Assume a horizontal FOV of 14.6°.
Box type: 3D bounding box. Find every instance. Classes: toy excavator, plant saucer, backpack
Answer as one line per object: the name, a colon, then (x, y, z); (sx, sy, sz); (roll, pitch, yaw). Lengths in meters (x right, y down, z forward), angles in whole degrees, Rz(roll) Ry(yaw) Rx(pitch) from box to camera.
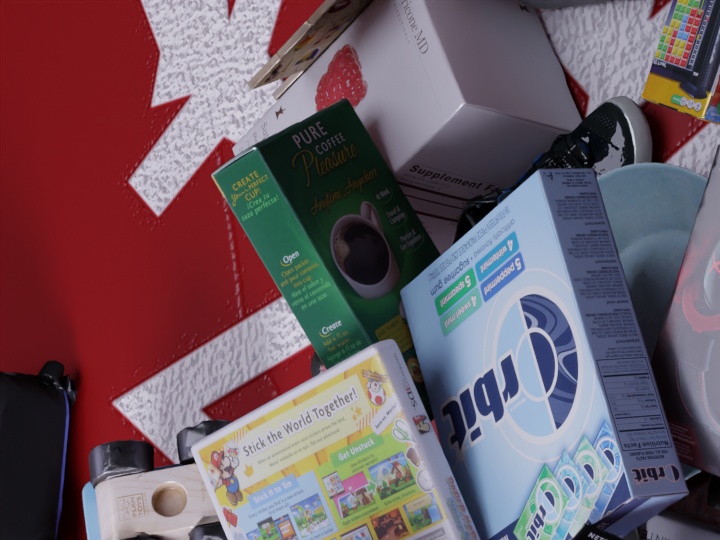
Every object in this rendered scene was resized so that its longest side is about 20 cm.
toy excavator: (-0.158, 0.202, 2.027); (0.193, 0.200, 0.100); (-11, 65, 0)
plant saucer: (0.179, 0.036, 1.708); (0.200, 0.039, 0.202); (-9, 77, 42)
backpack: (-0.334, 0.168, 2.195); (0.200, 0.146, 0.184); (-18, 65, 48)

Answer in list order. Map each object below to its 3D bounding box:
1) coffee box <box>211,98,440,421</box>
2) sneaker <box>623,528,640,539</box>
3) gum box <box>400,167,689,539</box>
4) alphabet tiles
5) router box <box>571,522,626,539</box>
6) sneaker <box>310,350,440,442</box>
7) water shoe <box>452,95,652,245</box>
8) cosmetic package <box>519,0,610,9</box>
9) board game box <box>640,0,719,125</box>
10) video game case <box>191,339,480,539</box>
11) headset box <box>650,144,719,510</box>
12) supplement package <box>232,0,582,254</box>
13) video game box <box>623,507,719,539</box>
coffee box: (0.000, 0.000, 1.735); (0.044, 0.123, 0.201); (-30, 93, 35)
sneaker: (0.135, 0.074, 1.673); (0.104, 0.060, 0.201); (16, 101, 52)
gum box: (0.103, 0.067, 1.626); (0.170, 0.044, 0.201); (-43, 56, 51)
alphabet tiles: (0.008, -0.172, 1.856); (0.008, 0.200, 0.167); (52, 124, 8)
router box: (0.198, 0.238, 1.534); (0.199, 0.051, 0.150); (24, 143, 31)
sneaker: (0.049, 0.084, 1.847); (0.200, 0.074, 0.087); (34, 94, 43)
water shoe: (0.109, -0.028, 1.781); (0.200, 0.079, 0.072); (-55, 46, 25)
cosmetic package: (0.163, -0.231, 1.763); (0.200, 0.090, 0.107); (-6, 74, 51)
board game box: (0.262, -0.147, 1.541); (0.057, 0.199, 0.166); (23, 98, 50)
video game case: (-0.009, 0.158, 1.701); (0.200, 0.023, 0.183); (-30, 80, 47)
headset box: (0.248, 0.047, 1.576); (0.148, 0.075, 0.201); (21, 99, 30)
supplement package: (0.030, -0.086, 1.854); (0.200, 0.119, 0.122); (-44, 52, 33)
video game box: (0.153, 0.237, 1.696); (0.182, 0.047, 0.201); (16, 94, 52)
